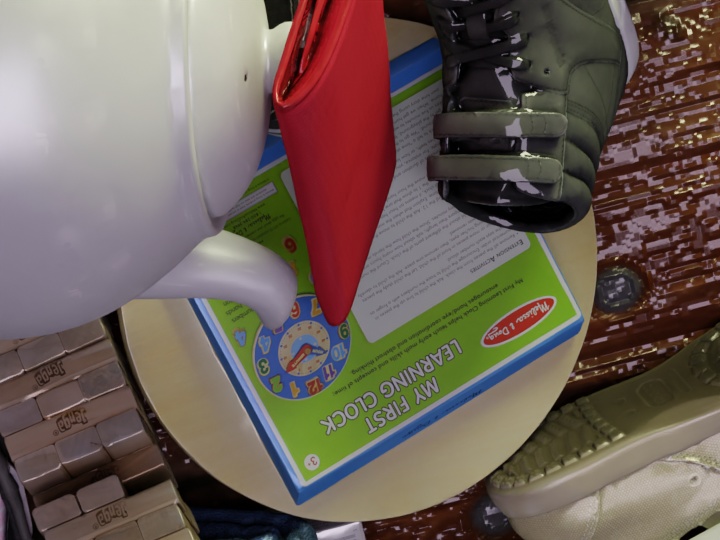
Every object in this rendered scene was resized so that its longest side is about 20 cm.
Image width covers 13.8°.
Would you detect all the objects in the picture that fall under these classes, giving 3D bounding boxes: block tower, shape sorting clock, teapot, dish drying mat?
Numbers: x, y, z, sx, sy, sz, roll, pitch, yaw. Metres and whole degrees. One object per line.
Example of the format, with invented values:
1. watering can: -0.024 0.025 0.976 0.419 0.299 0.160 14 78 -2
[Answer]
1. block tower: -0.096 0.086 1.136 0.054 0.058 0.200 -24 70 -1
2. shape sorting clock: 0.000 0.000 1.176 0.200 0.039 0.200 -1 93 -18
3. teapot: -0.092 -0.073 1.019 0.146 0.200 0.198 -3 91 6
4. dish drying mat: -0.008 -0.049 1.051 0.018 0.200 0.077 14 71 8

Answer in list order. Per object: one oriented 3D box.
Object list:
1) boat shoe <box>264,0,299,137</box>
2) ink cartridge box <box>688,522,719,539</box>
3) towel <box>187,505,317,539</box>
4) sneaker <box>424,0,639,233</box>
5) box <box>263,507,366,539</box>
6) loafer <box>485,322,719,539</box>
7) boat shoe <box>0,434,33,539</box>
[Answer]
1. boat shoe: -0.045 -0.144 1.087 0.070 0.066 0.200 10 108 36
2. ink cartridge box: 0.162 0.172 1.212 0.200 0.088 0.145 -31 143 2
3. towel: -0.048 0.194 1.215 0.112 0.049 0.200 -2 111 28
4. sneaker: 0.050 -0.083 1.091 0.071 0.099 0.200 2 153 25
5. box: 0.000 0.189 1.249 0.041 0.039 0.200 -14 109 -2
6. loafer: 0.151 0.067 1.217 0.200 0.076 0.068 -22 115 2
7. boat shoe: -0.159 0.142 1.200 0.067 0.057 0.200 -5 108 -7
